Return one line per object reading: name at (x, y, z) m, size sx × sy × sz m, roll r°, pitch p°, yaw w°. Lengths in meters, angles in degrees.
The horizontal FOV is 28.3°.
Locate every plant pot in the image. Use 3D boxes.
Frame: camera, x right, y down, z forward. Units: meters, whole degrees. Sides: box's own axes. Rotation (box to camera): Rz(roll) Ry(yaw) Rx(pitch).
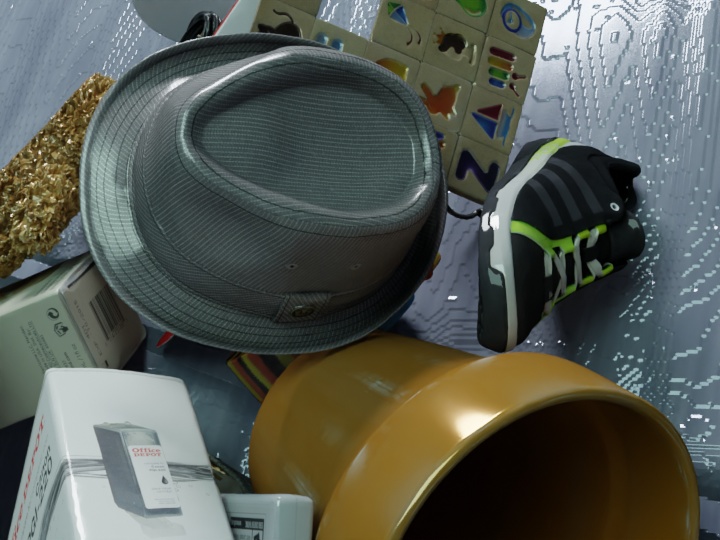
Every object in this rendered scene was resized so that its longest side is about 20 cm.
plant pot at (0.038, 0.120, 0.729) m, size 0.201 × 0.200 × 0.183 m, roll -49°, pitch 36°, yaw -8°

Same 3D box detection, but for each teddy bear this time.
teddy bear at (-0.218, -0.039, 0.946) m, size 0.200 × 0.067 × 0.145 m, roll -52°, pitch 13°, yaw -26°

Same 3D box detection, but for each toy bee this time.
toy bee at (0.000, 0.000, 0.847) m, size 0.130 × 0.109 × 0.202 m, roll 27°, pitch 90°, yaw -8°

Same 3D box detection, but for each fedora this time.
fedora at (-0.039, -0.052, 0.725) m, size 0.198 × 0.090 × 0.179 m, roll 8°, pitch 72°, yaw -16°

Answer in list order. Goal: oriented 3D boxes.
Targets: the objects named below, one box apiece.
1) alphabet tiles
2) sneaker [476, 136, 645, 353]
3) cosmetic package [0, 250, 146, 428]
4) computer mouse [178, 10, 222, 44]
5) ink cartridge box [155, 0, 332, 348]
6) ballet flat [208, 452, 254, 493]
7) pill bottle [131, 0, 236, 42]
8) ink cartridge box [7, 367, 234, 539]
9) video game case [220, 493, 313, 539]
alphabet tiles at (0.010, -0.095, 0.807) m, size 0.166 × 0.008 × 0.202 m, roll 21°, pitch 70°, yaw -12°
sneaker at (0.117, -0.023, 0.799) m, size 0.082 × 0.072 × 0.200 m, roll 8°, pitch 34°, yaw 16°
cosmetic package at (-0.253, 0.062, 0.944) m, size 0.198 × 0.072 × 0.105 m, roll -22°, pitch 14°, yaw 12°
computer mouse at (-0.144, -0.108, 0.995) m, size 0.200 × 0.034 × 0.059 m, roll -40°, pitch 38°, yaw 43°
ink cartridge box at (-0.099, -0.053, 0.882) m, size 0.083 × 0.200 × 0.177 m, roll 34°, pitch 74°, yaw -7°
ballet flat at (-0.115, 0.131, 0.862) m, size 0.200 × 0.072 × 0.072 m, roll 31°, pitch 78°, yaw 37°
pill bottle at (-0.107, -0.277, 1.079) m, size 0.112 × 0.113 × 0.202 m, roll -5°, pitch 58°, yaw 24°
ink cartridge box at (-0.122, 0.164, 0.714) m, size 0.200 × 0.084 × 0.147 m, roll -117°, pitch 40°, yaw -56°
video game case at (-0.069, 0.204, 0.713) m, size 0.200 × 0.023 × 0.185 m, roll 161°, pitch 114°, yaw -66°
